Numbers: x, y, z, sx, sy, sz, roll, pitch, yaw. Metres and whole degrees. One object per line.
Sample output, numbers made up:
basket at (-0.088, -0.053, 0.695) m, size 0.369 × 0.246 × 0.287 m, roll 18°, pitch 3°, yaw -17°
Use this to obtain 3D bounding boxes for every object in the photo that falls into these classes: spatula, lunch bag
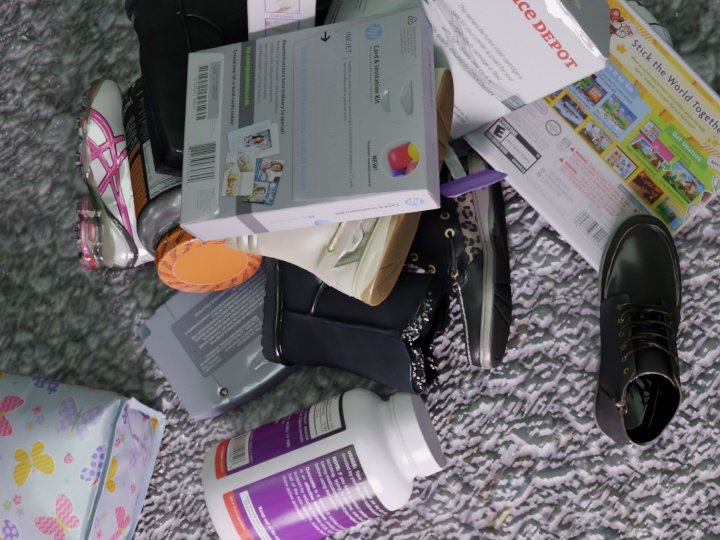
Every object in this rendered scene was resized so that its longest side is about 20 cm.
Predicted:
spatula at (0.078, -0.104, 0.957) m, size 0.056 × 0.021 × 0.200 m, roll -19°, pitch 29°, yaw -5°
lunch bag at (-0.298, 0.210, 1.005) m, size 0.170 × 0.127 × 0.200 m, roll 7°, pitch 71°, yaw 14°

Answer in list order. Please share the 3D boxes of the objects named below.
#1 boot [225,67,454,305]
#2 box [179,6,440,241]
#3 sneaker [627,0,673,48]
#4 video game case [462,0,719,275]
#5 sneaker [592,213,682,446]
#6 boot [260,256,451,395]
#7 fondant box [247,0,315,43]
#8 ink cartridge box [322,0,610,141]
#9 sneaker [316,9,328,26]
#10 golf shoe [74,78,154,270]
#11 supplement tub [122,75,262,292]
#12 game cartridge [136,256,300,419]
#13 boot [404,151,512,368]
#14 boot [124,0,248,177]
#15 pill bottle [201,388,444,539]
boot at (-0.018, -0.089, 0.875) m, size 0.155 × 0.072 × 0.200 m, roll 21°, pitch 90°, yaw 20°
box at (-0.041, -0.113, 0.830) m, size 0.200 × 0.041 × 0.156 m, roll -8°, pitch 69°, yaw 19°
sneaker at (0.186, -0.184, 0.992) m, size 0.200 × 0.073 × 0.071 m, roll -23°, pitch 55°, yaw 5°
video game case at (0.222, -0.116, 0.942) m, size 0.200 × 0.023 × 0.182 m, roll 45°, pitch 96°, yaw -3°
sneaker at (0.242, 0.048, 0.888) m, size 0.075 × 0.106 × 0.200 m, roll 4°, pitch 87°, yaw 2°
boot at (0.000, 0.000, 0.931) m, size 0.168 × 0.076 × 0.200 m, roll 6°, pitch 95°, yaw 28°
fondant box at (-0.065, -0.262, 0.880) m, size 0.058 × 0.200 × 0.144 m, roll 0°, pitch 60°, yaw -3°
ink cartridge box at (0.087, -0.200, 0.886) m, size 0.200 × 0.147 × 0.083 m, roll -21°, pitch 39°, yaw 37°
sneaker at (-0.018, -0.234, 1.027) m, size 0.200 × 0.112 × 0.073 m, roll 11°, pitch 81°, yaw 17°
golf shoe at (-0.244, -0.099, 1.090) m, size 0.092 × 0.073 × 0.200 m, roll -3°, pitch 81°, yaw -6°
supplement tub at (-0.156, -0.087, 1.008) m, size 0.122 × 0.123 × 0.200 m, roll -20°, pitch 60°, yaw 10°
game cartridge at (-0.107, 0.047, 1.033) m, size 0.200 × 0.040 × 0.133 m, roll -38°, pitch 68°, yaw 5°
boot at (0.057, -0.005, 0.983) m, size 0.154 × 0.073 × 0.204 m, roll -6°, pitch 75°, yaw 18°
boot at (-0.118, -0.173, 0.963) m, size 0.165 × 0.066 × 0.200 m, roll -6°, pitch 56°, yaw -19°
pill bottle at (-0.032, 0.176, 0.944) m, size 0.200 × 0.112 × 0.113 m, roll -22°, pitch 73°, yaw 10°
